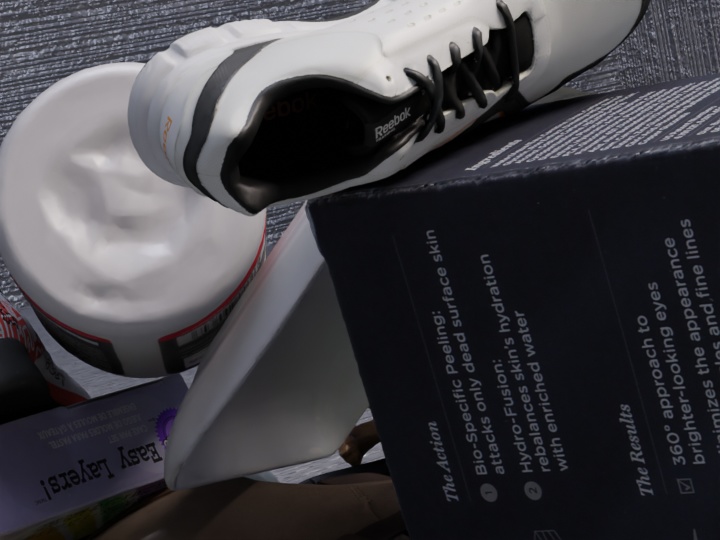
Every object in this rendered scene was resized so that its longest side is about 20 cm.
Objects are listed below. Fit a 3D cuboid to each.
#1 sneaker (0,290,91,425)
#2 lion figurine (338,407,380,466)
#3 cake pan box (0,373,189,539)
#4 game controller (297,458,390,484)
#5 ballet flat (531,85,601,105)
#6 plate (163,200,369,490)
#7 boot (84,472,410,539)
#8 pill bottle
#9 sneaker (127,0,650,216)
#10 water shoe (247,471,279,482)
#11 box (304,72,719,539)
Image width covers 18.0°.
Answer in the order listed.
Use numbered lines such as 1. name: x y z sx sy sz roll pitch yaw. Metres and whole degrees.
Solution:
1. sneaker: -0.175 0.032 1.030 0.067 0.108 0.201 -28 -14 -5
2. lion figurine: 0.052 0.054 1.227 0.122 0.073 0.200 -34 -11 30
3. cake pan box: -0.181 0.125 1.017 0.199 0.053 0.184 -16 -17 -48
4. game controller: 0.044 0.112 1.185 0.199 0.042 0.104 -12 -9 -15
5. ballet flat: 0.119 -0.036 0.969 0.068 0.068 0.200 30 -1 39
6. plate: 0.000 0.000 0.971 0.200 0.032 0.200 -55 -15 12
7. boot: -0.029 0.131 0.951 0.199 0.071 0.146 -20 15 -16
8. pill bottle: -0.095 -0.013 0.981 0.110 0.111 0.200 -11 -9 -5
9. sneaker: 0.021 -0.067 0.807 0.199 0.074 0.080 -24 28 -13
10. water shoe: -0.138 0.127 1.221 0.199 0.079 0.071 14 -22 -22
11. box: 0.112 0.039 0.812 0.199 0.198 0.117 -7 16 37
